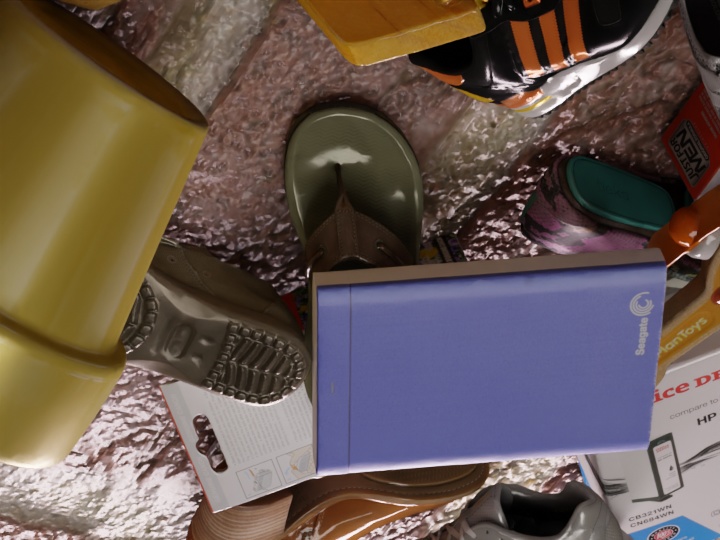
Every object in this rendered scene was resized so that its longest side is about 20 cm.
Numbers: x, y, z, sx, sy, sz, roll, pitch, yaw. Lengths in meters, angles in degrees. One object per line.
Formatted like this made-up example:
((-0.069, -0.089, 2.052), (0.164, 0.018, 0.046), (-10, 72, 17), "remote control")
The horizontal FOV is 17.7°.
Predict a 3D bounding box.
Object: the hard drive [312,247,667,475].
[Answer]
((0.072, 0.054, 1.333), (0.199, 0.025, 0.133), (-4, 124, -7), "hard drive")

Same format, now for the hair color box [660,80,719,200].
((0.274, -0.123, 1.351), (0.101, 0.061, 0.200), (9, 130, -30), "hair color box")

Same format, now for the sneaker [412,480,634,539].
((0.076, 0.177, 1.515), (0.199, 0.076, 0.092), (-13, 130, 15), "sneaker")

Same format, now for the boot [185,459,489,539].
((-0.021, 0.172, 1.525), (0.199, 0.077, 0.156), (-14, 145, -24), "boot")

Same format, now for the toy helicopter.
((0.208, 0.009, 1.362), (0.200, 0.079, 0.132), (-40, 131, 24), "toy helicopter")

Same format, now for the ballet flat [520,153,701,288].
((0.184, -0.021, 1.424), (0.199, 0.069, 0.071), (13, 146, -27), "ballet flat")

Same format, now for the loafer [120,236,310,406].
((-0.122, 0.014, 1.324), (0.199, 0.068, 0.076), (27, 114, -18), "loafer")

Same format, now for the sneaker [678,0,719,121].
((0.216, -0.093, 1.250), (0.075, 0.201, 0.082), (-33, 164, 18), "sneaker")

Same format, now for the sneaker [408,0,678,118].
((0.095, -0.142, 1.218), (0.090, 0.070, 0.200), (11, 155, -21), "sneaker")

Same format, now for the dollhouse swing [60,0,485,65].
((-0.076, -0.179, 1.091), (0.175, 0.182, 0.200), (-32, 138, -5), "dollhouse swing")

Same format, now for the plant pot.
((-0.181, -0.033, 1.171), (0.200, 0.201, 0.189), (30, 100, -40), "plant pot")

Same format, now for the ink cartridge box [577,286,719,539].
((0.212, 0.090, 1.524), (0.145, 0.085, 0.200), (-21, 138, 0), "ink cartridge box")

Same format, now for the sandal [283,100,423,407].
((0.001, 0.001, 1.329), (0.079, 0.057, 0.202), (-6, 109, -3), "sandal")

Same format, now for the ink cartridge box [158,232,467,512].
((-0.017, 0.063, 1.416), (0.199, 0.050, 0.109), (-20, 123, -1), "ink cartridge box")
